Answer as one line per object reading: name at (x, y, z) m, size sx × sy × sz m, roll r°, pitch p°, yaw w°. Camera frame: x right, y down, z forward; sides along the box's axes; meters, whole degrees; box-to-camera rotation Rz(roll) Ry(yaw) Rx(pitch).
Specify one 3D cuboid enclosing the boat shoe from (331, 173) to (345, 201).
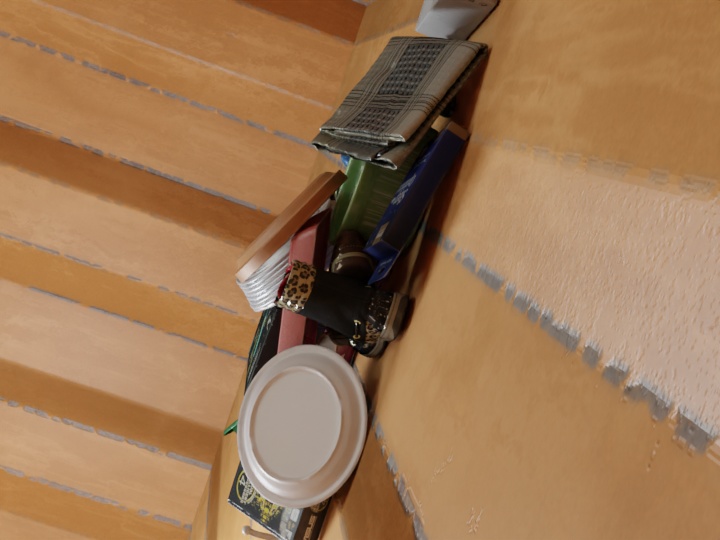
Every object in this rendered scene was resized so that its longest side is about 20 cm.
boat shoe at (-0.010, -0.114, 1.922) m, size 0.200 × 0.065 × 0.073 m, roll 6°, pitch 99°, yaw 63°

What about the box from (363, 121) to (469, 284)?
box at (0.058, -0.079, 1.520) m, size 0.201 × 0.032 × 0.121 m, roll -61°, pitch 6°, yaw -10°

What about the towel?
towel at (0.041, -0.218, 1.577) m, size 0.201 × 0.035 × 0.192 m, roll -53°, pitch 36°, yaw -13°

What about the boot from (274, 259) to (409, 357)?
boot at (-0.031, 0.045, 1.561) m, size 0.204 × 0.152 × 0.074 m, roll 135°, pitch 153°, yaw -74°

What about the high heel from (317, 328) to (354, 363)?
high heel at (-0.048, 0.156, 1.830) m, size 0.096 × 0.067 × 0.202 m, roll -38°, pitch -37°, yaw -59°

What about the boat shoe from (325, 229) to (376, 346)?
boat shoe at (-0.010, 0.021, 1.663) m, size 0.203 × 0.074 × 0.076 m, roll 100°, pitch 165°, yaw -55°

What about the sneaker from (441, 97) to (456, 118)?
sneaker at (0.099, -0.260, 1.667) m, size 0.200 × 0.074 × 0.088 m, roll -100°, pitch 34°, yaw -76°

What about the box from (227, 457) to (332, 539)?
box at (-0.088, 0.239, 1.649) m, size 0.160 × 0.049 × 0.202 m, roll 21°, pitch 93°, yaw 48°

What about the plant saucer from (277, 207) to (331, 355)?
plant saucer at (-0.076, 0.024, 1.686) m, size 0.200 × 0.036 × 0.203 m, roll -68°, pitch -14°, yaw -79°

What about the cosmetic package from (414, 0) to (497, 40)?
cosmetic package at (0.136, -0.378, 1.672) m, size 0.200 × 0.073 × 0.103 m, roll 150°, pitch 139°, yaw -77°

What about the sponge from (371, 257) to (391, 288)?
sponge at (0.000, 0.000, 1.812) m, size 0.112 × 0.030 × 0.200 m, roll -52°, pitch 14°, yaw 18°

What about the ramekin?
ramekin at (0.035, -0.115, 1.679) m, size 0.200 × 0.097 × 0.202 m, roll -161°, pitch 90°, yaw -82°

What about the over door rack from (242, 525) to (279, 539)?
over door rack at (-0.126, 0.293, 1.770) m, size 0.200 × 0.066 × 0.149 m, roll 36°, pitch 108°, yaw 58°

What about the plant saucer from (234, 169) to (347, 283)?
plant saucer at (-0.097, -0.064, 1.685) m, size 0.200 × 0.032 × 0.200 m, roll -44°, pitch 4°, yaw 4°

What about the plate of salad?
plate of salad at (-0.070, 0.194, 1.568) m, size 0.048 × 0.198 × 0.202 m, roll 24°, pitch -98°, yaw -54°

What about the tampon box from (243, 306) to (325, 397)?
tampon box at (-0.098, 0.118, 1.971) m, size 0.200 × 0.125 × 0.151 m, roll -102°, pitch 32°, yaw -74°

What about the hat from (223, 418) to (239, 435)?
hat at (-0.124, 0.303, 2.138) m, size 0.199 × 0.177 × 0.166 m, roll -34°, pitch -6°, yaw -18°

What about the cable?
cable at (-0.097, -0.024, 1.882) m, size 0.200 × 0.069 × 0.200 m, roll -44°, pitch 13°, yaw -19°

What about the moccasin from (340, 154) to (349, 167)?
moccasin at (0.041, -0.236, 1.887) m, size 0.200 × 0.081 × 0.068 m, roll -47°, pitch -17°, yaw 8°
